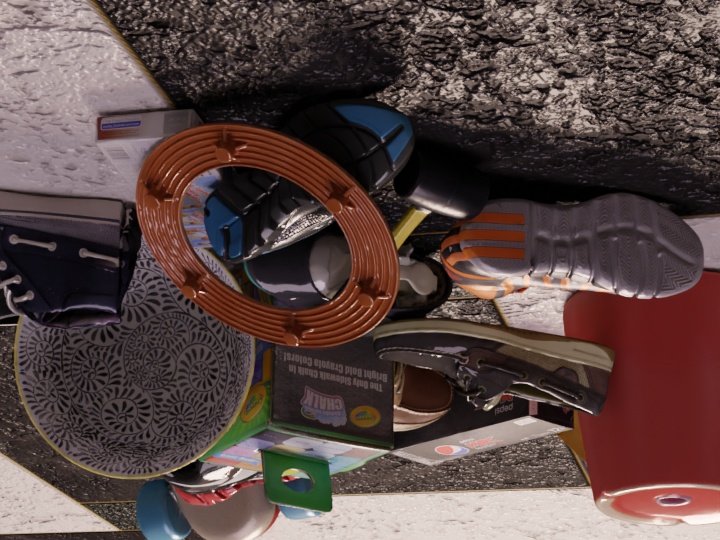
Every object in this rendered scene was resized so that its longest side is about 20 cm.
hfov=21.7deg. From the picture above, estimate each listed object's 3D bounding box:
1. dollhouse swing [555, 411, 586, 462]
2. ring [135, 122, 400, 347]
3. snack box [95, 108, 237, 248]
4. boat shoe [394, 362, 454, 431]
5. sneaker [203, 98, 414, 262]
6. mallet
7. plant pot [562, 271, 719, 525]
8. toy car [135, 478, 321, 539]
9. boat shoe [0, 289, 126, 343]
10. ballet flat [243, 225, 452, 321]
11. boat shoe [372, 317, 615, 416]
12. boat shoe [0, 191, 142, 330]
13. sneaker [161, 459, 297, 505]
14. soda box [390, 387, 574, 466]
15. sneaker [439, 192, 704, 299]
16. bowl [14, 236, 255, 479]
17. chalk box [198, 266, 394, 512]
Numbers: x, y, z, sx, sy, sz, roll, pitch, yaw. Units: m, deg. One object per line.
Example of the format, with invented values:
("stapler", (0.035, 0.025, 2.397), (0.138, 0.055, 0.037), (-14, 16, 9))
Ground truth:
("dollhouse swing", (0.332, 0.134, 1.842), (0.200, 0.176, 0.182), (16, -164, -33))
("ring", (-0.068, -0.018, 1.308), (0.200, 0.019, 0.201), (15, 134, 15))
("snack box", (-0.128, -0.063, 1.382), (0.072, 0.024, 0.200), (-5, 158, 12))
("boat shoe", (0.006, 0.096, 1.719), (0.200, 0.076, 0.074), (15, 153, -31))
("sneaker", (-0.027, -0.071, 1.323), (0.200, 0.073, 0.082), (-26, 175, 43))
("mallet", (0.025, -0.011, 1.395), (0.066, 0.041, 0.200), (11, 133, -25))
("plant pot", (0.268, 0.116, 1.600), (0.200, 0.178, 0.200), (2, 159, 1))
("toy car", (-0.109, 0.165, 1.852), (0.184, 0.177, 0.200), (-13, -177, 22))
("boat shoe", (-0.229, 0.037, 1.593), (0.199, 0.066, 0.074), (15, 154, -30))
("ballet flat", (0.000, 0.000, 1.475), (0.073, 0.073, 0.200), (-17, 158, 40))
("boat shoe", (0.107, 0.080, 1.521), (0.200, 0.066, 0.072), (7, 167, -7))
("boat shoe", (-0.269, -0.006, 1.448), (0.200, 0.093, 0.075), (1, 159, 1))
("sneaker", (-0.102, 0.152, 1.678), (0.200, 0.071, 0.098), (-21, 147, 24))
("soda box", (0.112, 0.132, 1.802), (0.063, 0.071, 0.200), (18, 154, -38))
("sneaker", (0.155, -0.015, 1.436), (0.200, 0.078, 0.112), (8, 169, -14))
("bowl", (-0.170, 0.069, 1.523), (0.200, 0.201, 0.094), (-3, 172, 12))
("chalk box", (-0.053, 0.103, 1.561), (0.124, 0.200, 0.124), (15, 155, -30))
